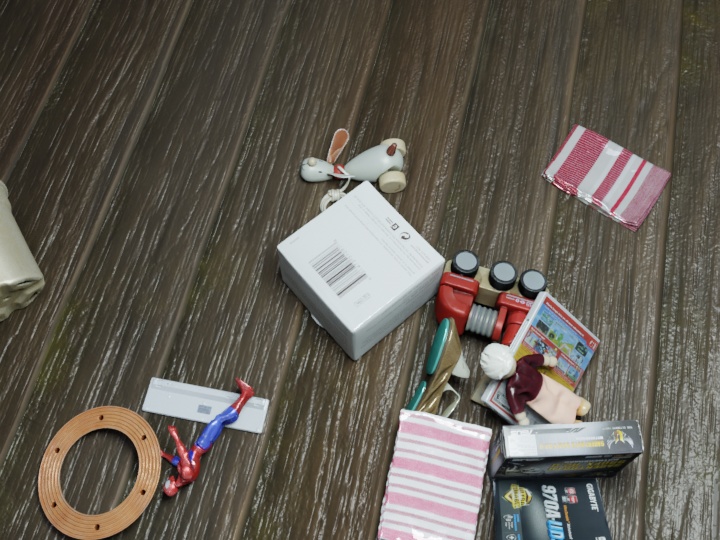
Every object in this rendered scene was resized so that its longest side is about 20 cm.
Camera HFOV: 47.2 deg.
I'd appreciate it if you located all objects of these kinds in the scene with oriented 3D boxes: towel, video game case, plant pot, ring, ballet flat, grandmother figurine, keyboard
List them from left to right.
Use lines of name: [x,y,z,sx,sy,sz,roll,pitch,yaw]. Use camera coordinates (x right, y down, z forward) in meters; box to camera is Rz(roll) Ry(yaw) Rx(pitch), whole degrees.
plant pot: [-0.624,-0.018,1.347,0.200,0.201,0.184,-35,81,-16]
ring: [-0.397,0.308,1.261,0.198,0.019,0.202,-4,66,9]
keyboard: [-0.249,0.217,1.325,0.198,0.011,0.057,10,70,5]
towel: [0.112,0.321,1.236,0.145,0.030,0.202,11,83,5]
ballet flat: [0.128,0.176,1.293,0.072,0.068,0.202,22,90,-7]
grandmother figurine: [0.258,0.178,1.242,0.199,0.060,0.122,38,55,-20]
video game case: [0.286,0.156,1.295,0.143,0.017,0.201,38,75,-23]
towel: [0.450,-0.175,1.507,0.199,0.023,0.144,32,68,14]

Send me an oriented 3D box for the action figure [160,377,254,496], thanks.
action figure: [-0.259,0.247,1.275,0.098,0.065,0.201,30,71,7]

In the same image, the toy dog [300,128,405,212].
toy dog: [-0.003,-0.193,1.470,0.198,0.097,0.133,-22,66,-11]

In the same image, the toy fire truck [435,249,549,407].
toy fire truck: [0.198,0.097,1.336,0.174,0.129,0.201,16,56,8]

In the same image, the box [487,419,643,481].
box: [0.296,0.270,1.220,0.198,0.159,0.049,-2,63,-2]

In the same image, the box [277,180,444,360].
box: [0.000,0.000,1.360,0.199,0.131,0.199,-37,70,-17]

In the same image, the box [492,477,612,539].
box: [0.268,0.369,1.158,0.157,0.046,0.200,-2,21,9]
